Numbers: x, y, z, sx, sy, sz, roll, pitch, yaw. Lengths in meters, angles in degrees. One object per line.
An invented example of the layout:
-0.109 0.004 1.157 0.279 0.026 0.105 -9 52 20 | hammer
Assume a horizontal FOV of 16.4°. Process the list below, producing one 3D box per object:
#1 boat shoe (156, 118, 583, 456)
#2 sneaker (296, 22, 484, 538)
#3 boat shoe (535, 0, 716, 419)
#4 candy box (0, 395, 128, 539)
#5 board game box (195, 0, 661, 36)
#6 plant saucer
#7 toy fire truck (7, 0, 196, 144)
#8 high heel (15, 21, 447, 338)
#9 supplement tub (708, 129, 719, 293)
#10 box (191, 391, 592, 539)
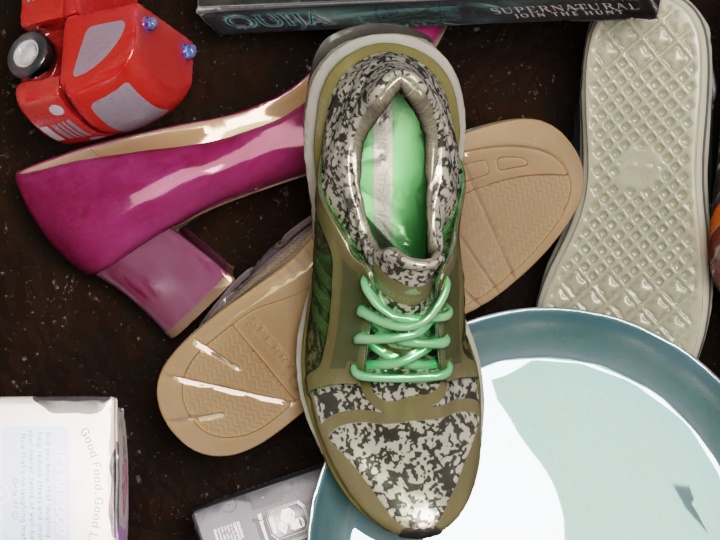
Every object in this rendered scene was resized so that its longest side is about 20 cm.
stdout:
0.000 0.000 1.031 0.200 0.065 0.072 -37 108 1 | boat shoe
0.011 0.008 0.951 0.076 0.089 0.202 -6 97 -2 | sneaker
0.117 -0.020 1.058 0.074 0.062 0.202 7 98 12 | boat shoe
-0.190 0.087 0.969 0.198 0.168 0.072 -1 85 -4 | candy box
0.034 -0.165 1.026 0.199 0.028 0.136 0 70 25 | board game box
0.076 0.116 1.009 0.199 0.027 0.202 1 81 -6 | plant saucer
-0.071 -0.158 1.026 0.140 0.049 0.201 -10 67 28 | toy fire truck
-0.049 -0.072 1.045 0.096 0.067 0.200 43 86 -10 | high heel
0.198 -0.045 1.021 0.106 0.107 0.201 12 66 -3 | supplement tub
0.033 0.169 1.037 0.157 0.051 0.201 -19 85 -6 | box
